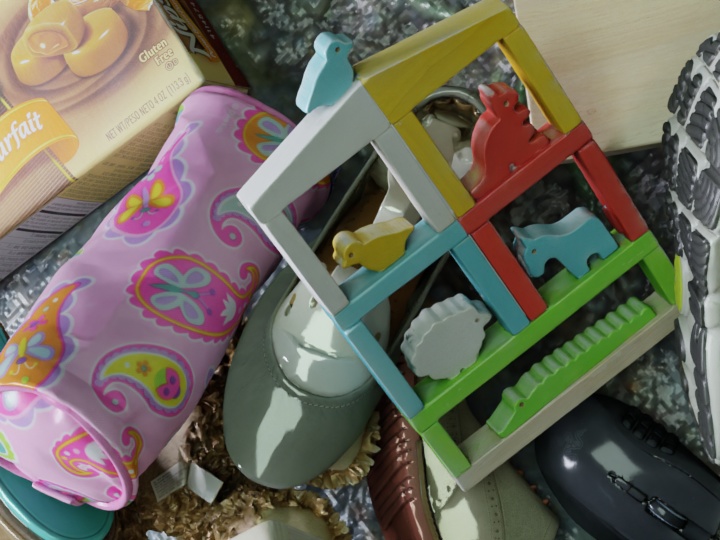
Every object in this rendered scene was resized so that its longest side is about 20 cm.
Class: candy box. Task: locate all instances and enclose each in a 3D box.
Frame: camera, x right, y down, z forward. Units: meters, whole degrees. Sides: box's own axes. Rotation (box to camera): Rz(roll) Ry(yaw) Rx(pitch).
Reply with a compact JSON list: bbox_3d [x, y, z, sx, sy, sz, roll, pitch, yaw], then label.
[{"bbox_3d":[-0.166,-0.079,1.081,0.200,0.055,0.115,-35,75,19],"label":"candy box"}]

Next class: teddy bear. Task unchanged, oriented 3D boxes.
[{"bbox_3d":[-0.075,0.088,1.018,0.200,0.067,0.145,-9,73,32],"label":"teddy bear"}]

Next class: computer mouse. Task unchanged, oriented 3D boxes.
[{"bbox_3d":[0.153,0.122,0.951,0.200,0.034,0.059,37,101,19],"label":"computer mouse"}]

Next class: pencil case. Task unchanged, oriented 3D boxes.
[{"bbox_3d":[-0.087,0.010,0.973,0.087,0.087,0.200,14,50,23],"label":"pencil case"}]

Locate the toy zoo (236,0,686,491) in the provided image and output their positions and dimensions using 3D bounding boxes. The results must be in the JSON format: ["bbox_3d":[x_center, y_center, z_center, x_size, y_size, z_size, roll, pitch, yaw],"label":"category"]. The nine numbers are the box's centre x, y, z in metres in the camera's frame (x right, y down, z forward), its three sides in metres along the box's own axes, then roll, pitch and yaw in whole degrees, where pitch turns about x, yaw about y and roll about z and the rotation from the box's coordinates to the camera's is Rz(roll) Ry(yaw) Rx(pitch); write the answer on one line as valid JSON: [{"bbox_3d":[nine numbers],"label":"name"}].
[{"bbox_3d":[0.040,-0.018,0.904,0.131,0.020,0.200,-37,118,-3],"label":"toy zoo"}]

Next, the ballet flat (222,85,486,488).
[{"bbox_3d":[0.000,0.000,0.954,0.067,0.064,0.200,28,63,7],"label":"ballet flat"}]

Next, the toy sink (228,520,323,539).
[{"bbox_3d":[-0.035,0.225,0.889,0.130,0.112,0.200,-31,55,23],"label":"toy sink"}]

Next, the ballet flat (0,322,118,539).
[{"bbox_3d":[-0.174,0.076,1.013,0.200,0.068,0.072,51,129,31],"label":"ballet flat"}]

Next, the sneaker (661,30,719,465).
[{"bbox_3d":[0.170,-0.013,0.898,0.085,0.077,0.200,-10,124,-4],"label":"sneaker"}]

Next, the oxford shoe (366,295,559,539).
[{"bbox_3d":[0.046,0.102,0.991,0.074,0.071,0.200,-5,76,-13],"label":"oxford shoe"}]

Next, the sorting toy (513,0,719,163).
[{"bbox_3d":[0.165,-0.157,0.936,0.200,0.070,0.199,-9,85,22],"label":"sorting toy"}]
